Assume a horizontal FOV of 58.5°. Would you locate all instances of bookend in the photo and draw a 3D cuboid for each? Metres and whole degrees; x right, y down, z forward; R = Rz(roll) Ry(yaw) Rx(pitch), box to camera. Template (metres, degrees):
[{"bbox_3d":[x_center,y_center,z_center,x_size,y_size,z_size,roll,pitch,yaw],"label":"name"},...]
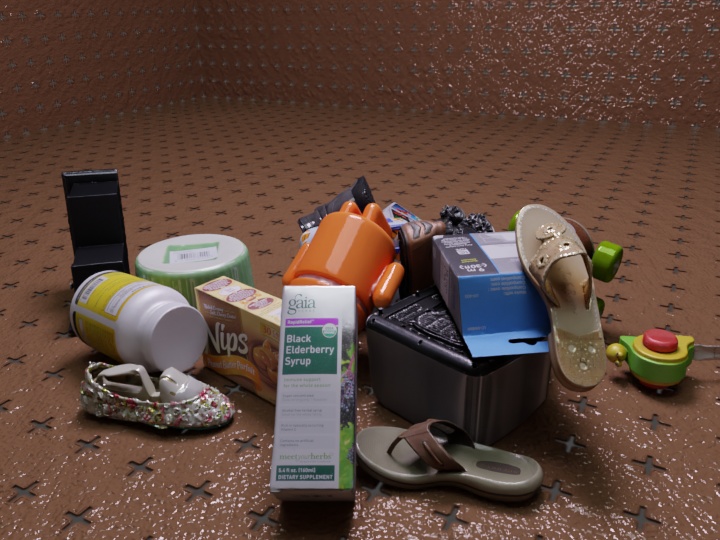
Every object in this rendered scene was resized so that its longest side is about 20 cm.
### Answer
[{"bbox_3d":[-0.425,-0.037,1.028,0.090,0.204,0.200,-6,23,-18],"label":"bookend"}]

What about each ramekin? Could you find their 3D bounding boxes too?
[{"bbox_3d":[-0.263,0.015,1.026,0.194,0.100,0.201,-1,22,0],"label":"ramekin"}]

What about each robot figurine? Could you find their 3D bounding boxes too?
[{"bbox_3d":[-0.023,0.007,0.839,0.141,0.117,0.203,27,65,-3],"label":"robot figurine"}]

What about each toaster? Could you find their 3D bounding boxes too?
[{"bbox_3d":[0.131,0.102,0.774,0.179,0.122,0.198,-22,31,-40],"label":"toaster"}]

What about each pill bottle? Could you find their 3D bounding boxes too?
[{"bbox_3d":[-0.295,0.070,0.860,0.197,0.115,0.111,12,25,41],"label":"pill bottle"}]

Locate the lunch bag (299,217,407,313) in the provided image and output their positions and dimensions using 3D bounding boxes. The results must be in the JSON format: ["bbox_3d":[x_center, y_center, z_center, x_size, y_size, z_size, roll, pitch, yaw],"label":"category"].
[{"bbox_3d":[0.000,0.000,0.969,0.195,0.164,0.076,-8,22,-18],"label":"lunch bag"}]

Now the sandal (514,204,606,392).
[{"bbox_3d":[0.215,0.008,0.654,0.075,0.070,0.217,-3,64,-5],"label":"sandal"}]

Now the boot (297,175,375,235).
[{"bbox_3d":[-0.041,-0.098,1.059,0.129,0.071,0.200,-25,3,7],"label":"boot"}]

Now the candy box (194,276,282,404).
[{"bbox_3d":[-0.128,0.092,0.816,0.197,0.118,0.055,18,28,39],"label":"candy box"}]

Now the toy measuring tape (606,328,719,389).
[{"bbox_3d":[0.410,0.114,0.801,0.195,0.075,0.074,3,23,11],"label":"toy measuring tape"}]

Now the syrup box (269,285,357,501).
[{"bbox_3d":[-0.042,0.121,0.647,0.077,0.082,0.205,0,65,2],"label":"syrup box"}]

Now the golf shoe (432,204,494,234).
[{"bbox_3d":[0.185,-0.044,1.036,0.078,0.094,0.201,-46,23,8],"label":"golf shoe"}]

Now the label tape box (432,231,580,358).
[{"bbox_3d":[0.170,0.017,0.736,0.140,0.065,0.201,-4,23,-5],"label":"label tape box"}]

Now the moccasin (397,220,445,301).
[{"bbox_3d":[0.092,0.012,0.895,0.076,0.205,0.074,-10,41,-6],"label":"moccasin"}]

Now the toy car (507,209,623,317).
[{"bbox_3d":[0.247,0.016,0.902,0.162,0.161,0.198,25,27,31],"label":"toy car"}]

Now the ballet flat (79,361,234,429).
[{"bbox_3d":[-0.247,0.146,0.763,0.194,0.066,0.076,3,22,8],"label":"ballet flat"}]

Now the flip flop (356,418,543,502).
[{"bbox_3d":[0.088,0.185,0.660,0.195,0.059,0.081,7,24,17],"label":"flip flop"}]

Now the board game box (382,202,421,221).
[{"bbox_3d":[0.111,-0.036,1.103,0.198,0.035,0.126,34,31,9],"label":"board game box"}]
